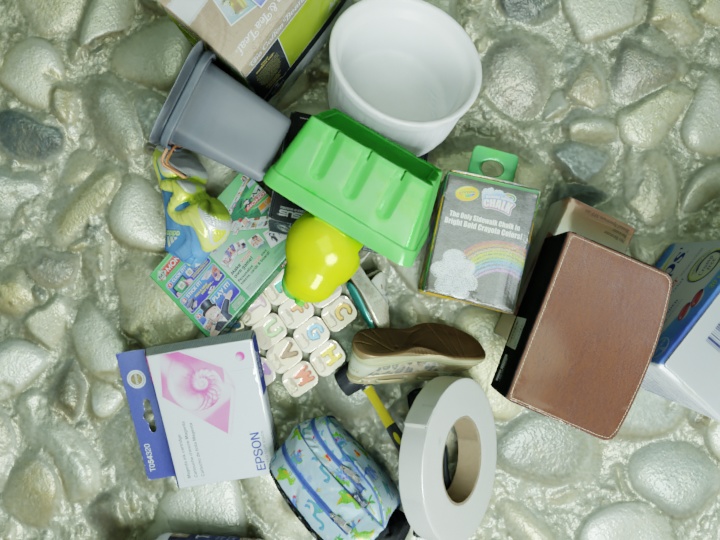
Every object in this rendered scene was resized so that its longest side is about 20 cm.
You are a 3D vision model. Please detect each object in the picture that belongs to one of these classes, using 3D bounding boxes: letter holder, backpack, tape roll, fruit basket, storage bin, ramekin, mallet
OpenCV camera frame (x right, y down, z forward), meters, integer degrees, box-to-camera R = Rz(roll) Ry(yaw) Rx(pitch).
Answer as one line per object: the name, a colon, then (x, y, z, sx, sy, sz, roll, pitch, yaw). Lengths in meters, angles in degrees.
letter holder: (0.262, 0.077, 0.747, 0.140, 0.101, 0.204, 21, 89, 2)
backpack: (-0.028, 0.289, 0.819, 0.197, 0.163, 0.156, 28, 88, 19)
tape roll: (0.115, 0.238, 0.795, 0.036, 0.201, 0.208, -2, 89, 38)
fruit basket: (-0.021, -0.060, 0.749, 0.211, 0.156, 0.221, 5, 110, 14)
storage bin: (-0.168, -0.170, 0.778, 0.133, 0.200, 0.148, 28, 92, -13)
ramekin: (0.049, -0.245, 0.816, 0.196, 0.098, 0.205, 5, 67, -11)
mallet: (0.044, 0.195, 0.838, 0.066, 0.041, 0.200, -42, 66, 2)

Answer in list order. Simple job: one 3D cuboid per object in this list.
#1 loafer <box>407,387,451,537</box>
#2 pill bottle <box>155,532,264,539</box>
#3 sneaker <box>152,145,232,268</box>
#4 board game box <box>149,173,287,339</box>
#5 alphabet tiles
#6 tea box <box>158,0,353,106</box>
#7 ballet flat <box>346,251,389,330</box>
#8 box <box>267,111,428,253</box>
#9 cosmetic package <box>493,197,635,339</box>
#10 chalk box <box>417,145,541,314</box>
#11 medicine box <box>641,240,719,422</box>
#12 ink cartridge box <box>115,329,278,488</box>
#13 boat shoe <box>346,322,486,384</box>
loafer: (0.085, 0.265, 0.853, 0.069, 0.068, 0.205, -10, 93, -7)
pill bottle: (-0.226, 0.414, 0.837, 0.195, 0.111, 0.114, 3, 89, 1)
sneaker: (-0.245, -0.083, 0.840, 0.106, 0.075, 0.201, -55, 48, 21)
board game box: (-0.181, -0.021, 0.872, 0.134, 0.029, 0.200, 43, 91, 12)
alphabet tiles: (-0.110, 0.072, 0.887, 0.194, 0.015, 0.202, -35, 88, 0)
tea box: (-0.120, -0.342, 0.802, 0.133, 0.197, 0.201, 39, 89, 1)
ballet flat: (0.000, 0.000, 0.861, 0.062, 0.067, 0.202, -31, 89, -6)
box: (-0.014, -0.115, 0.843, 0.195, 0.044, 0.164, 12, 71, -3)
cosmetic package: (0.270, 0.018, 0.842, 0.102, 0.087, 0.204, 23, 90, 1)
chalk box: (0.156, -0.057, 0.830, 0.122, 0.124, 0.205, 13, 89, 2)
medicine box: (0.417, 0.065, 0.782, 0.102, 0.200, 0.183, 38, 90, -1)
ink cartridge box: (-0.221, 0.195, 0.852, 0.195, 0.043, 0.201, -10, 104, 0)
boat shoe: (0.075, 0.116, 0.844, 0.196, 0.074, 0.064, 4, 123, -20)
